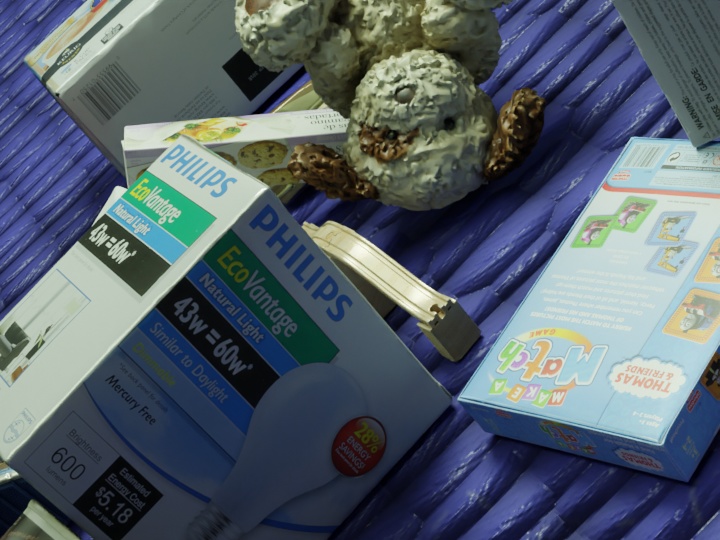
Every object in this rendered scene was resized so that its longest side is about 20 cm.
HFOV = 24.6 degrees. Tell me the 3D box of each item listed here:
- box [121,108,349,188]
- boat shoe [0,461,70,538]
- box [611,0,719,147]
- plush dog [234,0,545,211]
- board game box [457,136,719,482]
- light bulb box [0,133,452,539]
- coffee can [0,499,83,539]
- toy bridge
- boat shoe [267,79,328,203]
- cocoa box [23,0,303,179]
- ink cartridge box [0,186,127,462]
[{"bbox_3d":[-0.068,-0.085,1.168,0.198,0.042,0.039,-5,33,-5],"label":"box"},{"bbox_3d":[-0.275,0.168,1.144,0.199,0.072,0.073,-29,32,19],"label":"boat shoe"},{"bbox_3d":[0.221,-0.181,0.972,0.101,0.113,0.201,-23,26,26],"label":"box"},{"bbox_3d":[0.030,-0.122,1.102,0.198,0.161,0.173,-12,73,7],"label":"plush dog"},{"bbox_3d":[0.161,0.012,0.898,0.151,0.037,0.200,8,55,51],"label":"board game box"},{"bbox_3d":[-0.089,0.068,0.947,0.200,0.198,0.125,-47,34,-8],"label":"light bulb box"},{"bbox_3d":[-0.189,0.247,0.885,0.200,0.147,0.146,-50,33,-14],"label":"coffee can"},{"bbox_3d":[0.000,0.000,1.059,0.027,0.067,0.200,-46,32,-9],"label":"toy bridge"},{"bbox_3d":[0.001,-0.132,1.238,0.199,0.063,0.073,-36,6,3],"label":"boat shoe"},{"bbox_3d":[-0.159,-0.183,1.388,0.200,0.134,0.131,-43,31,-4],"label":"cocoa box"},{"bbox_3d":[-0.207,0.024,1.207,0.201,0.043,0.174,-56,27,22],"label":"ink cartridge box"}]
